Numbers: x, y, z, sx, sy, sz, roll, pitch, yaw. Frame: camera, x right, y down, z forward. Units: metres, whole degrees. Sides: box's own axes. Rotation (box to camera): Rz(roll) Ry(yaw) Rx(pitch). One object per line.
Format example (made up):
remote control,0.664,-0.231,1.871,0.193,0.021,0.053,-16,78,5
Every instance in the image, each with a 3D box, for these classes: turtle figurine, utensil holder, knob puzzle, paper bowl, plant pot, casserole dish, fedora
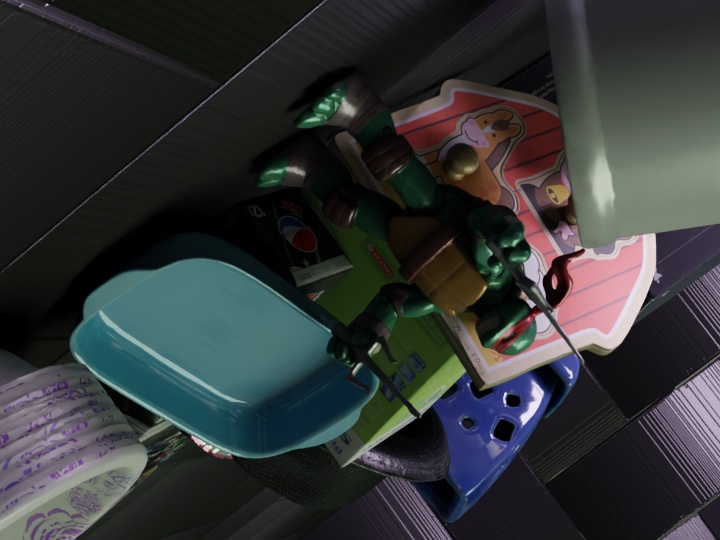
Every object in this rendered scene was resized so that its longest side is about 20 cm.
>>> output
turtle figurine,0.035,-0.007,0.931,0.150,0.200,0.101,-46,172,32
utensil holder,0.209,-0.109,0.932,0.199,0.170,0.170,-8,173,8
knob puzzle,0.106,-0.039,1.033,0.219,0.220,0.030,-29,167,-35
paper bowl,-0.222,0.118,0.912,0.200,0.104,0.201,-35,169,-8
plant pot,0.092,0.103,1.636,0.180,0.200,0.200,-40,170,-12
casserole dish,-0.078,0.042,0.988,0.121,0.039,0.200,-33,133,24
fedora,-0.032,0.118,1.262,0.092,0.201,0.200,-55,164,19

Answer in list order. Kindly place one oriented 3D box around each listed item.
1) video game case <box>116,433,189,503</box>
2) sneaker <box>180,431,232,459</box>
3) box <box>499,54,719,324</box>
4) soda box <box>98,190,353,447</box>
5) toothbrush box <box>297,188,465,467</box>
video game case,-0.232,0.181,1.381,0.182,0.023,0.200,-41,168,24
sneaker,-0.093,0.087,1.340,0.086,0.080,0.200,-63,162,11
box,0.213,-0.087,1.215,0.200,0.182,0.104,-33,169,-15
soda box,-0.099,0.037,1.073,0.200,0.063,0.071,-44,167,32
toothbrush box,0.011,0.016,1.111,0.086,0.146,0.200,-29,167,-37
